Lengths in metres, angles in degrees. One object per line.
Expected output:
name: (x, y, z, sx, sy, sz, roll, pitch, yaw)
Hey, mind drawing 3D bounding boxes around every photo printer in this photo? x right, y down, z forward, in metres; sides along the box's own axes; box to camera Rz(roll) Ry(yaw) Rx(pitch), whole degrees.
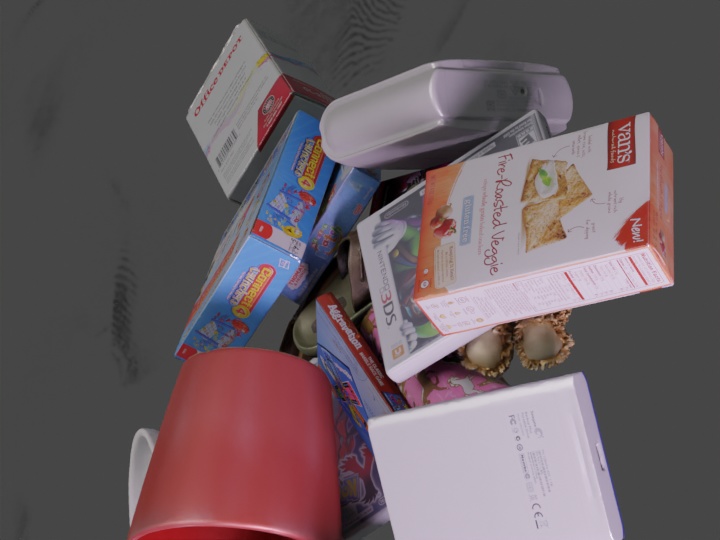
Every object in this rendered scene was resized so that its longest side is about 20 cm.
photo printer: (0.070, -0.139, 1.571, 0.200, 0.166, 0.070, -14, 81, 53)

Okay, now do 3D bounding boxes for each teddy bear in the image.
teddy bear: (0.143, 0.005, 1.448, 0.145, 0.067, 0.201, -27, 43, 22)

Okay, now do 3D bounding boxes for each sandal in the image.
sandal: (0.000, 0.001, 1.591, 0.201, 0.057, 0.080, -48, 36, 15)

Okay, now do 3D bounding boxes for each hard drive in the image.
hard drive: (0.105, 0.164, 1.367, 0.199, 0.025, 0.133, -15, 87, 35)

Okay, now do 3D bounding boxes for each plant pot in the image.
plant pot: (-0.103, 0.177, 1.550, 0.200, 0.200, 0.178, -26, 50, 48)

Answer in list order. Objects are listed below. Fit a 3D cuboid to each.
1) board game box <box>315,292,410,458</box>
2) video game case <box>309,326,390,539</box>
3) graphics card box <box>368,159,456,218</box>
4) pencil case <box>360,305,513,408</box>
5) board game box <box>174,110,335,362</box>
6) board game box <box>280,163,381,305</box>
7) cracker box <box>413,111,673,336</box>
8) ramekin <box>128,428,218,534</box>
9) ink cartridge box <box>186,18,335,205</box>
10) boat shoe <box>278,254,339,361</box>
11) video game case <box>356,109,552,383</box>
board game box: (0.013, 0.122, 1.519, 0.200, 0.019, 0.103, 55, 156, 37)
video game case: (-0.027, 0.169, 1.613, 0.200, 0.023, 0.183, -38, 55, 31)
graphics card box: (0.076, -0.034, 1.608, 0.200, 0.051, 0.126, -11, 63, 54)
pencil case: (0.073, 0.087, 1.495, 0.083, 0.086, 0.200, -47, 38, 6)
board game box: (-0.100, -0.025, 1.702, 0.200, 0.056, 0.196, -54, 13, 43)
board game box: (-0.029, -0.069, 1.736, 0.152, 0.036, 0.200, -57, 12, 19)
cracker box: (0.145, -0.036, 1.344, 0.199, 0.058, 0.134, -14, 49, 25)
ramekin: (-0.167, 0.255, 1.706, 0.200, 0.097, 0.202, 178, 90, -73)
ink cartridge box: (-0.110, -0.175, 1.944, 0.146, 0.083, 0.200, -57, 33, 19)
boat shoe: (-0.049, 0.071, 1.716, 0.070, 0.070, 0.201, 32, 100, 53)
video game case: (0.091, -0.023, 1.448, 0.200, 0.023, 0.182, -32, 43, 20)
